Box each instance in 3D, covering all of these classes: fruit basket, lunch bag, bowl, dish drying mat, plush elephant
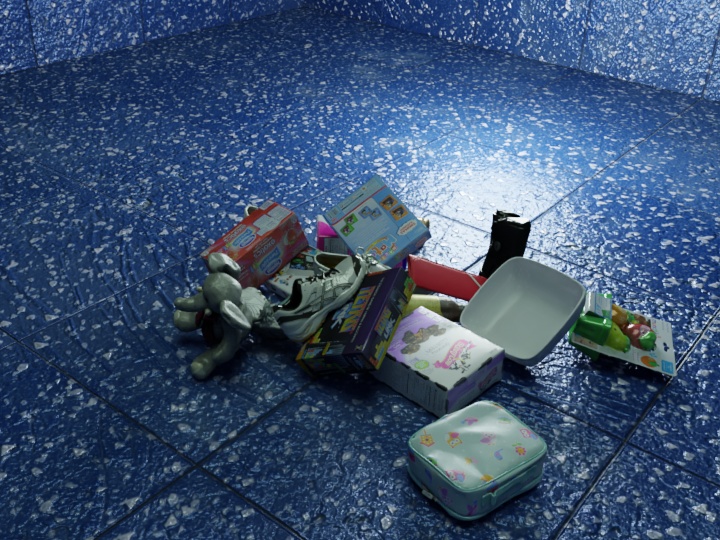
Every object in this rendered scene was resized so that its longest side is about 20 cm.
[{"bbox_3d":[0.506,0.114,1.537,0.199,0.094,0.185,13,32,11],"label":"fruit basket"},{"bbox_3d":[0.178,0.292,1.221,0.199,0.078,0.160,-19,38,-32],"label":"lunch bag"},{"bbox_3d":[0.316,0.085,1.529,0.200,0.075,0.199,-48,46,-13],"label":"bowl"},{"bbox_3d":[0.185,0.021,1.649,0.199,0.018,0.077,17,51,-25],"label":"dish drying mat"},{"bbox_3d":[-0.256,0.068,1.418,0.199,0.155,0.165,-23,49,1],"label":"plush elephant"}]

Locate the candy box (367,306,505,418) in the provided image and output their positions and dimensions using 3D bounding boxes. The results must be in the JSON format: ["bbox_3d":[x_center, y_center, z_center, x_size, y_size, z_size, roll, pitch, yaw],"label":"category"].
[{"bbox_3d":[0.131,0.162,1.442,0.199,0.072,0.167,27,39,36],"label":"candy box"}]

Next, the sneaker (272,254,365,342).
[{"bbox_3d":[-0.075,0.034,1.451,0.200,0.088,0.076,-47,24,-14],"label":"sneaker"}]

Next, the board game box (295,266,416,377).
[{"bbox_3d":[-0.007,0.093,1.436,0.165,0.057,0.201,-14,38,42],"label":"board game box"}]

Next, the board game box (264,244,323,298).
[{"bbox_3d":[-0.091,0.023,1.658,0.199,0.035,0.126,27,60,35],"label":"board game box"}]

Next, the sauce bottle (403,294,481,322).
[{"bbox_3d":[0.141,0.081,1.584,0.198,0.065,0.065,3,30,-12],"label":"sauce bottle"}]

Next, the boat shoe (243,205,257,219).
[{"bbox_3d":[-0.213,-0.099,1.829,0.074,0.087,0.202,-14,34,-26],"label":"boat shoe"}]

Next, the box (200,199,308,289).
[{"bbox_3d":[-0.220,-0.044,1.674,0.200,0.096,0.099,-42,44,-21],"label":"box"}]

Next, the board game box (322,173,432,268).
[{"bbox_3d":[0.032,-0.093,1.667,0.151,0.037,0.200,-37,54,-3],"label":"board game box"}]

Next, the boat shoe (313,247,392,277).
[{"bbox_3d":[0.001,-0.004,1.547,0.201,0.086,0.075,13,51,19],"label":"boat shoe"}]

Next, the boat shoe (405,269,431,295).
[{"bbox_3d":[0.094,0.028,1.665,0.199,0.076,0.060,-22,44,-37],"label":"boat shoe"}]

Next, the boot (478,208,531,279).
[{"bbox_3d":[0.321,-0.021,1.670,0.076,0.169,0.200,-3,30,-23],"label":"boot"}]

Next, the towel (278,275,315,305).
[{"bbox_3d":[-0.052,0.086,1.551,0.146,0.022,0.200,-40,55,-21],"label":"towel"}]

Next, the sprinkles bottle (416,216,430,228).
[{"bbox_3d":[0.063,-0.111,1.906,0.199,0.069,0.068,14,32,17],"label":"sprinkles bottle"}]

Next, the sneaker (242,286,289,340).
[{"bbox_3d":[-0.201,0.076,1.532,0.199,0.075,0.088,15,69,16],"label":"sneaker"}]

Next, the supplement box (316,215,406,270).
[{"bbox_3d":[0.002,-0.058,1.778,0.198,0.104,0.101,1,31,-5],"label":"supplement box"}]
